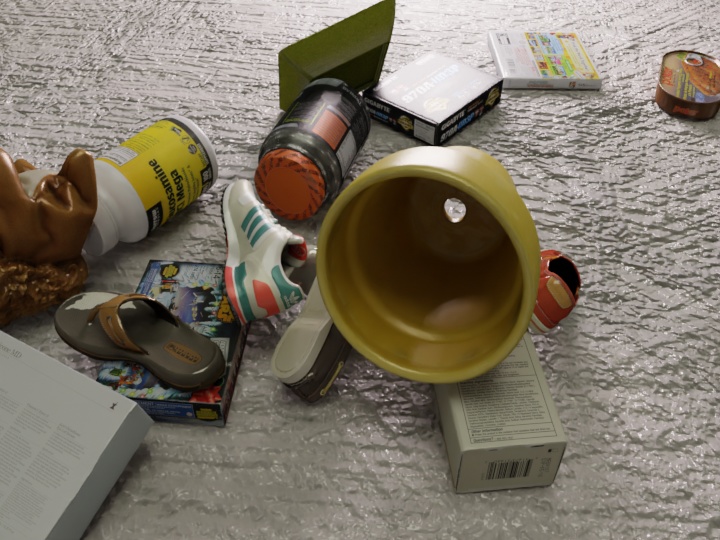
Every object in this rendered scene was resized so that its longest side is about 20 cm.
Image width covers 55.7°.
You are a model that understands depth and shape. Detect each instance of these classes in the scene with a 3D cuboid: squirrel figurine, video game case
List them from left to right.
[{"bbox_3d":[-0.396,-0.030,0.736,0.138,0.206,0.186,7,17,29],"label":"squirrel figurine"},{"bbox_3d":[0.338,-0.396,1.273,0.176,0.023,0.203,1,42,0],"label":"video game case"}]

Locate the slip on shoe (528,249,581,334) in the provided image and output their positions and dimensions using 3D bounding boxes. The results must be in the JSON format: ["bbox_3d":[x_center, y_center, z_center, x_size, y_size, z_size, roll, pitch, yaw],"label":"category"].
[{"bbox_3d":[0.218,0.013,0.759,0.075,0.061,0.199,53,25,3],"label":"slip on shoe"}]

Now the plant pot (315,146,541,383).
[{"bbox_3d":[0.078,-0.029,0.657,0.196,0.206,0.189,13,29,14],"label":"plant pot"}]

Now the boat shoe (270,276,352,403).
[{"bbox_3d":[-0.020,0.043,0.728,0.071,0.060,0.202,4,55,45],"label":"boat shoe"}]

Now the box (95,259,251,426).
[{"bbox_3d":[-0.194,0.072,0.749,0.133,0.041,0.203,4,43,1],"label":"box"}]

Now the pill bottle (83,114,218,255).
[{"bbox_3d":[-0.288,-0.110,0.889,0.111,0.114,0.200,24,48,23],"label":"pill bottle"}]

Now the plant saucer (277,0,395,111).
[{"bbox_3d":[-0.032,-0.315,1.064,0.197,0.200,0.049,-29,84,-10],"label":"plant saucer"}]

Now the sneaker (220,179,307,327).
[{"bbox_3d":[-0.106,-0.029,0.770,0.091,0.071,0.203,-11,48,1],"label":"sneaker"}]

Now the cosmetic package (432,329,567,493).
[{"bbox_3d":[0.126,0.110,0.688,0.100,0.074,0.203,-3,43,-3],"label":"cosmetic package"}]

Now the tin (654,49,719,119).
[{"bbox_3d":[0.575,-0.327,1.192,0.109,0.043,0.201,19,46,13],"label":"tin"}]

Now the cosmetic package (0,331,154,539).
[{"bbox_3d":[-0.313,0.156,0.623,0.196,0.052,0.153,21,64,20],"label":"cosmetic package"}]

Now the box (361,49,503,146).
[{"bbox_3d":[0.122,-0.291,1.137,0.157,0.047,0.199,31,51,29],"label":"box"}]

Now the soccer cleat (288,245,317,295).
[{"bbox_3d":[0.000,0.000,0.815,0.194,0.071,0.078,8,37,-3],"label":"soccer cleat"}]

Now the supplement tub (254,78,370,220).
[{"bbox_3d":[-0.066,-0.169,0.948,0.119,0.125,0.202,13,44,13],"label":"supplement tub"}]

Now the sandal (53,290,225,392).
[{"bbox_3d":[-0.225,0.060,0.690,0.196,0.056,0.082,22,46,21],"label":"sandal"}]
